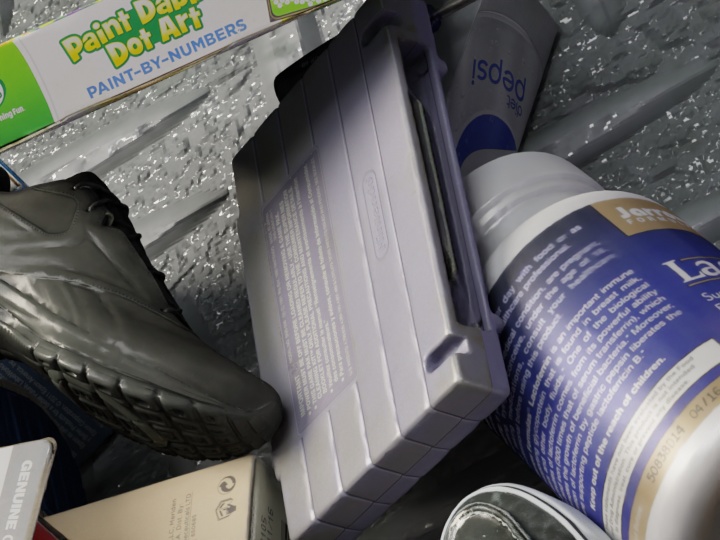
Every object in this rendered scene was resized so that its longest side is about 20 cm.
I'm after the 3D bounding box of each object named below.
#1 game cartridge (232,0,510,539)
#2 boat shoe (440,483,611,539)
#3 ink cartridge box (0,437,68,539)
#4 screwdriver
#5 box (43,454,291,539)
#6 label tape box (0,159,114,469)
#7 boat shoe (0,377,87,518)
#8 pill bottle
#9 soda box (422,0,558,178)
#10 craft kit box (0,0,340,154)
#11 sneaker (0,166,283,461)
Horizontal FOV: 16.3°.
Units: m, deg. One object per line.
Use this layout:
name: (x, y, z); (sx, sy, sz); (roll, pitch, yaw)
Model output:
game cartridge: (0.000, 0.000, 1.023); (0.130, 0.038, 0.201); (-50, 39, 42)
boat shoe: (0.057, 0.137, 0.874); (0.074, 0.068, 0.200); (-45, 34, 20)
ink cartridge box: (-0.183, 0.179, 0.963); (0.175, 0.084, 0.201); (-15, 47, 28)
screwdriver: (0.048, -0.122, 1.119); (0.199, 0.028, 0.029); (-28, 16, 14)
box: (-0.108, 0.155, 1.064); (0.199, 0.095, 0.078); (-17, 49, 23)
label tape box: (-0.195, 0.059, 1.160); (0.200, 0.144, 0.063); (-47, 44, -5)
boat shoe: (-0.182, 0.084, 1.091); (0.072, 0.200, 0.073); (-21, 60, 11)
pill bottle: (0.108, 0.039, 0.981); (0.116, 0.116, 0.200); (-45, 44, -2)
soda box: (0.024, -0.047, 1.143); (0.068, 0.063, 0.201); (-2, 57, 36)
craft kit box: (-0.069, -0.111, 1.081); (0.196, 0.049, 0.200); (-21, 7, 7)
sneaker: (-0.112, 0.009, 1.040); (0.199, 0.076, 0.091); (27, 72, 19)
